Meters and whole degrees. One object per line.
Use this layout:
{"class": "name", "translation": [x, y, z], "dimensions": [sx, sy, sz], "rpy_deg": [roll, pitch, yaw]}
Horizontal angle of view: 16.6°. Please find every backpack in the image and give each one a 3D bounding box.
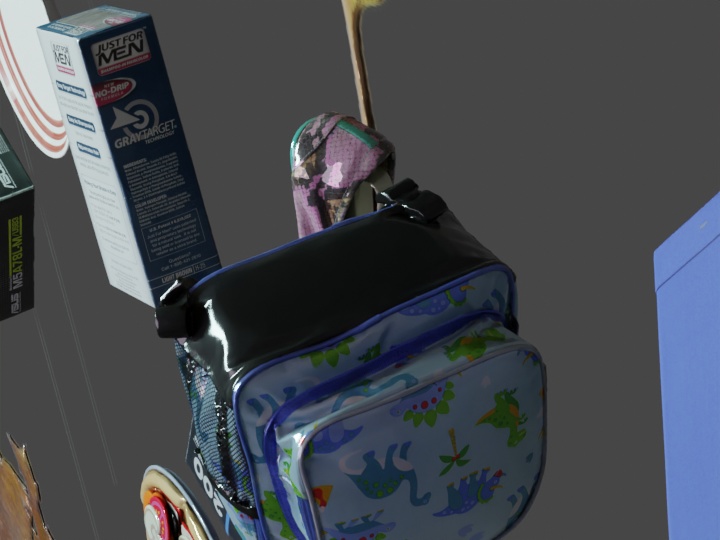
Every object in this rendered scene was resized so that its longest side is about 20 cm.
{"class": "backpack", "translation": [0.007, 0.086, 1.317], "dimensions": [0.147, 0.183, 0.200], "rpy_deg": [51, 158, 41]}

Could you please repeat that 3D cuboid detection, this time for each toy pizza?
{"class": "toy pizza", "translation": [-0.147, 0.261, 2.088], "dimensions": [0.200, 0.032, 0.200], "rpy_deg": [52, 154, 39]}

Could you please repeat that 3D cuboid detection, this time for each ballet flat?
{"class": "ballet flat", "translation": [0.000, 0.000, 1.433], "dimensions": [0.071, 0.069, 0.200], "rpy_deg": [28, 138, 33]}

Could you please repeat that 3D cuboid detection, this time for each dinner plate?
{"class": "dinner plate", "translation": [-0.263, -0.187, 1.961], "dimensions": [0.200, 0.024, 0.200], "rpy_deg": [51, 154, 38]}

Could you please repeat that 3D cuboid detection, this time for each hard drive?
{"class": "hard drive", "translation": [0.159, 0.068, 1.025], "dimensions": [0.132, 0.025, 0.201], "rpy_deg": [128, 143, -67]}

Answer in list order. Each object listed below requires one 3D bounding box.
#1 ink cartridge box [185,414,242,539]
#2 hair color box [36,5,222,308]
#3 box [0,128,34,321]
{"class": "ink cartridge box", "translation": [-0.065, 0.186, 1.794], "dimensions": [0.198, 0.043, 0.200], "rpy_deg": [58, 158, 26]}
{"class": "hair color box", "translation": [-0.163, -0.083, 1.754], "dimensions": [0.100, 0.060, 0.200], "rpy_deg": [22, 130, 63]}
{"class": "box", "translation": [-0.356, -0.085, 2.262], "dimensions": [0.200, 0.047, 0.193], "rpy_deg": [58, 159, 26]}
